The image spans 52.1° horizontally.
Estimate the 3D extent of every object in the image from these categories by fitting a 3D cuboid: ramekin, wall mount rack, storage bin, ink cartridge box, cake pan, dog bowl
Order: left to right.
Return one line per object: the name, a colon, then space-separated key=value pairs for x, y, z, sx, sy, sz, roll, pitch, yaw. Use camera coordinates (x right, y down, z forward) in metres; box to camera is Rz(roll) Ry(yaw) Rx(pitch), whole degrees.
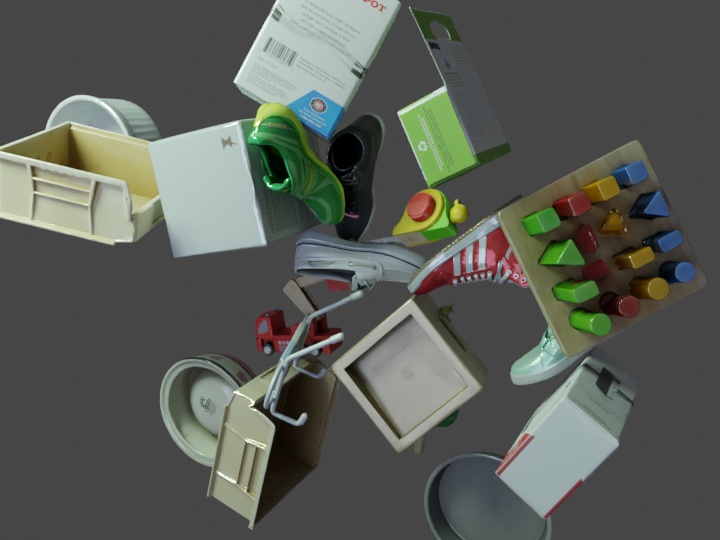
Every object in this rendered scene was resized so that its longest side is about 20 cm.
storage bin: x=-0.377 y=-0.128 z=1.056 sx=0.196 sy=0.200 sz=0.095 roll=13 pitch=112 yaw=2
ramekin: x=-0.424 y=-0.192 z=1.238 sx=0.198 sy=0.098 sz=0.204 roll=7 pitch=107 yaw=24
dog bowl: x=-0.250 y=0.235 z=1.285 sx=0.198 sy=0.074 sz=0.203 roll=8 pitch=108 yaw=25
storage bin: x=-0.131 y=0.255 z=1.160 sx=0.093 sy=0.200 sz=0.201 roll=24 pitch=113 yaw=21
wall mount rack: x=-0.067 y=0.114 z=1.040 sx=0.074 sy=0.201 sz=0.175 roll=22 pitch=120 yaw=1
ink cartridge box: x=-0.056 y=-0.296 z=0.979 sx=0.145 sy=0.084 sz=0.202 roll=30 pitch=93 yaw=-4
ink cartridge box: x=0.103 y=-0.221 z=0.941 sx=0.075 sy=0.147 sz=0.202 roll=-24 pitch=92 yaw=30
cake pan: x=0.195 y=0.363 z=1.120 sx=0.198 sy=0.037 sz=0.203 roll=8 pitch=108 yaw=25
ink cartridge box: x=0.272 y=0.200 z=0.945 sx=0.084 sy=0.199 sz=0.145 roll=41 pitch=118 yaw=14

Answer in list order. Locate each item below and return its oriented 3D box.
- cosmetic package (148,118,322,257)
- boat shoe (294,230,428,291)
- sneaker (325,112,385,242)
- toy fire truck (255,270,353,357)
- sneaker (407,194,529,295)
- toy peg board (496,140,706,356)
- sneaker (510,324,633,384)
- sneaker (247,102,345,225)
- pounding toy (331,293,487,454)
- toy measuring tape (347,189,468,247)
cosmetic package: x=-0.166 y=-0.127 z=1.070 sx=0.164 sy=0.200 sz=0.170 roll=-6 pitch=101 yaw=27
boat shoe: x=0.000 y=0.000 z=1.066 sx=0.197 sy=0.074 sz=0.068 roll=11 pitch=65 yaw=4
sneaker: x=-0.020 y=-0.122 z=1.056 sx=0.070 sy=0.099 sz=0.203 roll=18 pitch=113 yaw=18
toy fire truck: x=-0.086 y=0.062 z=1.169 sx=0.197 sy=0.049 sz=0.143 roll=-1 pitch=103 yaw=27
sneaker: x=0.166 y=0.001 z=1.000 sx=0.199 sy=0.071 sz=0.113 roll=-37 pitch=86 yaw=15
toy peg board: x=0.299 y=-0.026 z=0.876 sx=0.197 sy=0.098 sz=0.202 roll=-27 pitch=91 yaw=0
sneaker: x=0.259 y=0.061 z=0.981 sx=0.200 sy=0.074 sz=0.119 roll=-38 pitch=92 yaw=20
sneaker: x=-0.090 y=-0.127 z=0.980 sx=0.073 sy=0.084 sz=0.201 roll=9 pitch=146 yaw=41
pounding toy: x=0.081 y=0.165 z=1.082 sx=0.184 sy=0.142 sz=0.201 roll=-40 pitch=87 yaw=15
toy measuring tape: x=0.068 y=-0.072 z=1.050 sx=0.198 sy=0.073 sz=0.075 roll=-10 pitch=100 yaw=38
